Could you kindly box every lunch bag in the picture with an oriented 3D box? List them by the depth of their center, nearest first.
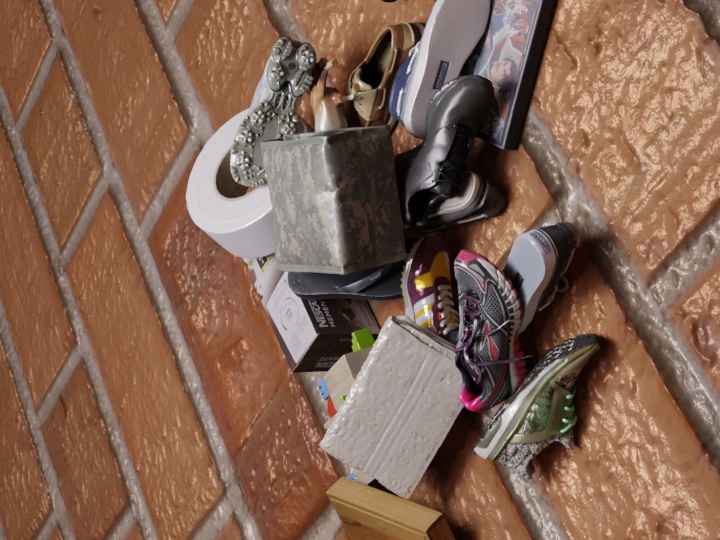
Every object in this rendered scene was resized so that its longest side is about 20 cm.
[{"bbox_3d":[-0.044,-0.084,1.624,0.199,0.116,0.167,4,104,55],"label":"lunch bag"}]

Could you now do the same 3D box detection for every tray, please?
[{"bbox_3d":[0.044,0.326,1.677,0.199,0.037,0.100,10,132,53],"label":"tray"}]

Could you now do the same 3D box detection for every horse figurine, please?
[{"bbox_3d":[-0.027,-0.182,1.722,0.132,0.049,0.203,-18,88,67],"label":"horse figurine"}]

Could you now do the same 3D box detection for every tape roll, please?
[{"bbox_3d":[-0.134,-0.120,1.796,0.200,0.071,0.205,-20,51,26],"label":"tape roll"}]

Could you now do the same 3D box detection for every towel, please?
[{"bbox_3d":[0.048,0.162,1.612,0.131,0.035,0.202,30,107,0],"label":"towel"}]

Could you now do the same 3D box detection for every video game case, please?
[{"bbox_3d":[0.147,-0.267,1.616,0.180,0.025,0.203,32,113,48],"label":"video game case"}]

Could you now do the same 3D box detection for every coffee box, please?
[{"bbox_3d":[-0.067,0.033,1.812,0.080,0.112,0.202,-53,49,36],"label":"coffee box"}]

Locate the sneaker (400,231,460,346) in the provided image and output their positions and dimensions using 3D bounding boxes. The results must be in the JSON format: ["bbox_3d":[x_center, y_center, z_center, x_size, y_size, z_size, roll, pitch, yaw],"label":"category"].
[{"bbox_3d":[0.097,0.057,1.640,0.089,0.074,0.203,20,111,42],"label":"sneaker"}]

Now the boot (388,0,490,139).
[{"bbox_3d":[0.087,-0.265,1.620,0.202,0.072,0.090,-68,28,12],"label":"boot"}]

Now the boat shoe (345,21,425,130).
[{"bbox_3d":[0.017,-0.240,1.743,0.076,0.073,0.201,57,130,36],"label":"boat shoe"}]

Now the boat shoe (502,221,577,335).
[{"bbox_3d":[0.192,0.007,1.512,0.074,0.067,0.200,54,154,24],"label":"boat shoe"}]

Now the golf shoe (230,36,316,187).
[{"bbox_3d":[-0.114,-0.200,1.751,0.202,0.077,0.097,-66,11,-6],"label":"golf shoe"}]

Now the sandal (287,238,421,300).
[{"bbox_3d":[0.000,0.001,1.701,0.197,0.043,0.077,-10,63,15],"label":"sandal"}]

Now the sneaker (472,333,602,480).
[{"bbox_3d":[0.214,0.154,1.497,0.088,0.077,0.201,39,116,2],"label":"sneaker"}]

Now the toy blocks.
[{"bbox_3d":[0.002,0.197,1.744,0.202,0.099,0.137,67,149,16],"label":"toy blocks"}]

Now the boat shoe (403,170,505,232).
[{"bbox_3d":[0.098,-0.077,1.652,0.199,0.056,0.068,-8,62,56],"label":"boat shoe"}]

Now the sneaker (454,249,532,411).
[{"bbox_3d":[0.137,0.070,1.509,0.080,0.074,0.202,29,140,53],"label":"sneaker"}]

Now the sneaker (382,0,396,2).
[{"bbox_3d":[0.021,-0.400,1.747,0.199,0.070,0.100,21,103,49],"label":"sneaker"}]

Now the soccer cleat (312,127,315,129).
[{"bbox_3d":[-0.059,-0.148,1.842,0.199,0.069,0.088,21,104,51],"label":"soccer cleat"}]

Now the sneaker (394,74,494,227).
[{"bbox_3d":[0.101,-0.135,1.574,0.201,0.075,0.091,-58,34,29],"label":"sneaker"}]
